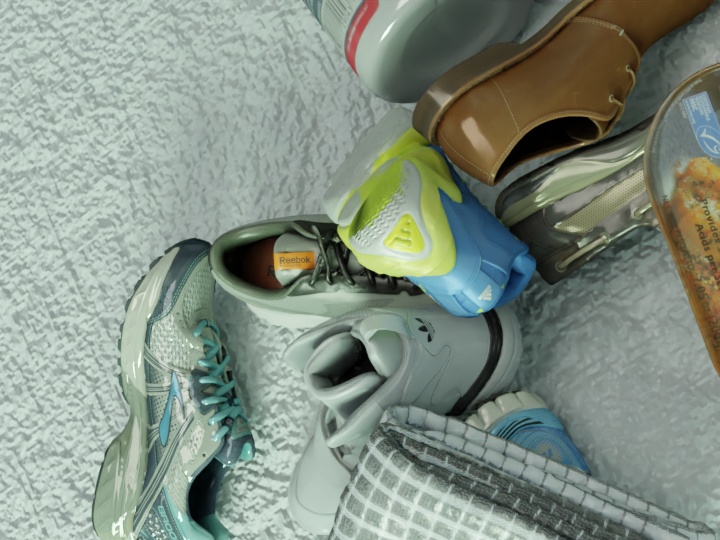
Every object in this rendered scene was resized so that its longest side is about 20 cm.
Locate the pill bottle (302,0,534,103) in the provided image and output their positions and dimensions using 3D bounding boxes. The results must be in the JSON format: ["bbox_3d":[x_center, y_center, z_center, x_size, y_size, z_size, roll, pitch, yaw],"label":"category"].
[{"bbox_3d":[0.004,-0.208,1.375,0.120,0.120,0.200,-44,63,18],"label":"pill bottle"}]

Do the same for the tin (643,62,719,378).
[{"bbox_3d":[0.223,-0.016,1.217,0.112,0.042,0.200,-19,95,24],"label":"tin"}]

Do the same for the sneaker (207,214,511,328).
[{"bbox_3d":[0.000,0.000,1.366,0.200,0.079,0.074,-3,78,29],"label":"sneaker"}]

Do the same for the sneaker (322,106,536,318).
[{"bbox_3d":[0.039,-0.022,1.289,0.105,0.200,0.076,39,105,-13],"label":"sneaker"}]

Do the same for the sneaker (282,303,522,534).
[{"bbox_3d":[-0.006,0.082,1.317,0.200,0.115,0.075,-47,57,33],"label":"sneaker"}]

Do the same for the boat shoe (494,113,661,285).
[{"bbox_3d":[0.174,-0.052,1.284,0.200,0.074,0.073,-24,94,22],"label":"boat shoe"}]

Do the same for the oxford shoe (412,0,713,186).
[{"bbox_3d":[0.128,-0.108,1.277,0.200,0.071,0.071,-35,65,-16],"label":"oxford shoe"}]

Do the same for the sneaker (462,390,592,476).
[{"bbox_3d":[0.055,0.166,1.306,0.090,0.078,0.200,43,104,26],"label":"sneaker"}]

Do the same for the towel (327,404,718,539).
[{"bbox_3d":[0.070,0.184,1.233,0.200,0.086,0.166,24,109,7],"label":"towel"}]

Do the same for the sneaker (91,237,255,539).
[{"bbox_3d":[-0.099,0.081,1.422,0.086,0.078,0.201,12,97,26],"label":"sneaker"}]
